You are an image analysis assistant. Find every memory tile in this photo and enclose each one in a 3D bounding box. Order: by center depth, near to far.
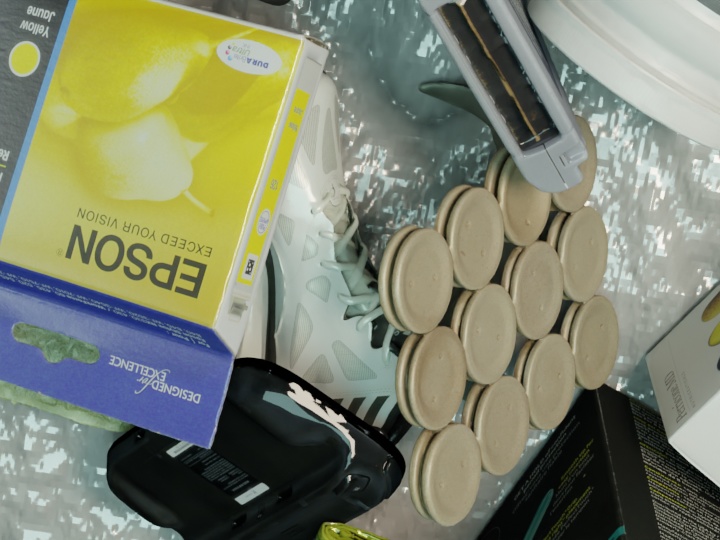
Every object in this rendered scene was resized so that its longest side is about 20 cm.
[{"bbox_3d":[0.071,0.020,1.296,0.017,0.200,0.153,6,116,33],"label":"memory tile"}]

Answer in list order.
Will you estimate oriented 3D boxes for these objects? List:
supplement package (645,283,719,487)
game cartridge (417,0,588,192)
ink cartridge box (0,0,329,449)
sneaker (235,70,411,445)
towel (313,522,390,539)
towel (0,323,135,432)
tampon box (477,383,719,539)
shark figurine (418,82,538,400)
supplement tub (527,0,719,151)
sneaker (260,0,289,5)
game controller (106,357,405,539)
[{"bbox_3d":[0.255,0.030,1.329,0.110,0.114,0.200,40,105,-14],"label":"supplement package"},{"bbox_3d":[0.048,-0.137,1.220,0.042,0.133,0.200,-28,143,6],"label":"game cartridge"},{"bbox_3d":[-0.134,-0.038,1.272,0.198,0.047,0.200,16,86,23],"label":"ink cartridge box"},{"bbox_3d":[0.000,0.000,1.298,0.115,0.076,0.201,15,115,29],"label":"sneaker"},{"bbox_3d":[-0.005,0.188,1.380,0.086,0.018,0.200,22,146,-4],"label":"towel"},{"bbox_3d":[-0.143,0.009,1.368,0.200,0.036,0.148,14,108,-4],"label":"towel"},{"bbox_3d":[0.135,0.179,1.337,0.126,0.200,0.150,31,108,-10],"label":"tampon box"},{"bbox_3d":[0.056,0.011,1.341,0.128,0.090,0.215,23,110,-9],"label":"shark figurine"},{"bbox_3d":[0.185,-0.172,1.244,0.140,0.140,0.200,31,107,-10],"label":"supplement tub"},{"bbox_3d":[-0.088,-0.201,1.273,0.200,0.071,0.099,32,102,-15],"label":"sneaker"},{"bbox_3d":[-0.058,0.100,1.330,0.104,0.042,0.200,43,146,-8],"label":"game controller"}]
